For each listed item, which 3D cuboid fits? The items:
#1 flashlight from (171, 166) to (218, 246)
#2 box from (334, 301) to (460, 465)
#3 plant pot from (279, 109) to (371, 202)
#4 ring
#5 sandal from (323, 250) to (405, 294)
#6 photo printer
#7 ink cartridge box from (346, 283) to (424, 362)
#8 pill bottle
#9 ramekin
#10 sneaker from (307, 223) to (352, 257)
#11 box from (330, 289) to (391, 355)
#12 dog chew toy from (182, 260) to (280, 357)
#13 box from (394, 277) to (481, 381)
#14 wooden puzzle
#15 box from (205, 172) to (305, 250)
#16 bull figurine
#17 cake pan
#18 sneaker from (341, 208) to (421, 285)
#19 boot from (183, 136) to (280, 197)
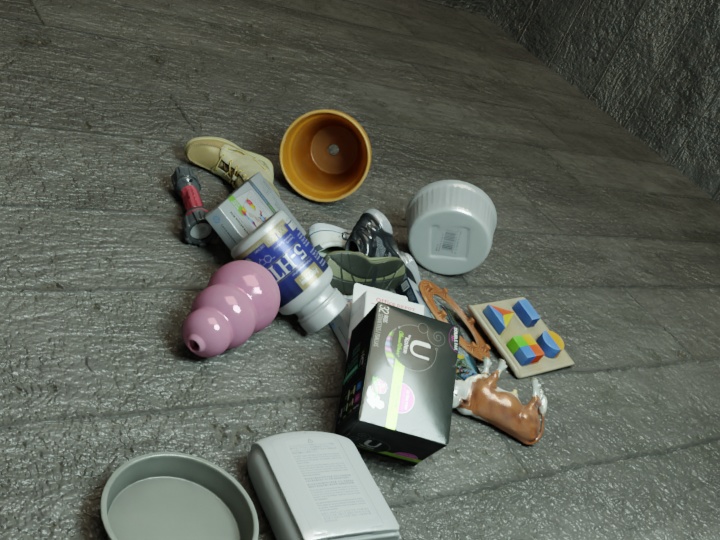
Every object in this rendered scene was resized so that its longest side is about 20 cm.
[{"bbox_3d":[-0.322,-0.129,1.717,0.068,0.068,0.200,12,33,-33],"label":"flashlight"},{"bbox_3d":[0.057,0.177,1.397,0.148,0.124,0.200,17,59,-13],"label":"box"},{"bbox_3d":[-0.069,-0.265,2.037,0.200,0.200,0.183,26,13,0],"label":"plant pot"},{"bbox_3d":[0.186,0.093,1.741,0.200,0.019,0.200,45,16,-16],"label":"ring"},{"bbox_3d":[0.000,0.001,1.693,0.201,0.080,0.057,6,17,-44],"label":"sandal"},{"bbox_3d":[-0.058,0.304,1.233,0.166,0.070,0.200,3,36,-35],"label":"photo printer"},{"bbox_3d":[0.044,0.110,1.540,0.117,0.067,0.200,15,60,-20],"label":"ink cartridge box"},{"bbox_3d":[-0.119,0.007,1.563,0.200,0.120,0.120,50,28,-8],"label":"pill bottle"},{"bbox_3d":[0.193,-0.085,1.937,0.200,0.201,0.098,22,38,-9],"label":"ramekin"},{"bbox_3d":[-0.017,-0.040,1.836,0.200,0.073,0.071,8,56,-26],"label":"sneaker"},{"bbox_3d":[0.017,0.091,1.664,0.156,0.041,0.200,5,35,-33],"label":"box"},{"bbox_3d":[-0.213,0.068,1.444,0.124,0.125,0.200,31,37,8],"label":"dog chew toy"},{"bbox_3d":[0.143,0.115,1.677,0.137,0.038,0.200,38,19,-34],"label":"box"},{"bbox_3d":[0.335,0.126,1.834,0.200,0.046,0.185,-3,49,-43],"label":"wooden puzzle"},{"bbox_3d":[-0.193,-0.085,1.700,0.156,0.041,0.200,53,29,-10],"label":"box"},{"bbox_3d":[0.239,0.224,1.582,0.200,0.065,0.122,32,71,-6],"label":"bull figurine"},{"bbox_3d":[-0.226,0.312,1.118,0.200,0.037,0.200,20,30,-12],"label":"cake pan"},{"bbox_3d":[0.035,-0.014,1.788,0.114,0.075,0.200,-39,104,-32],"label":"sneaker"},{"bbox_3d":[-0.267,-0.202,1.874,0.200,0.073,0.156,19,27,-25],"label":"boot"}]
